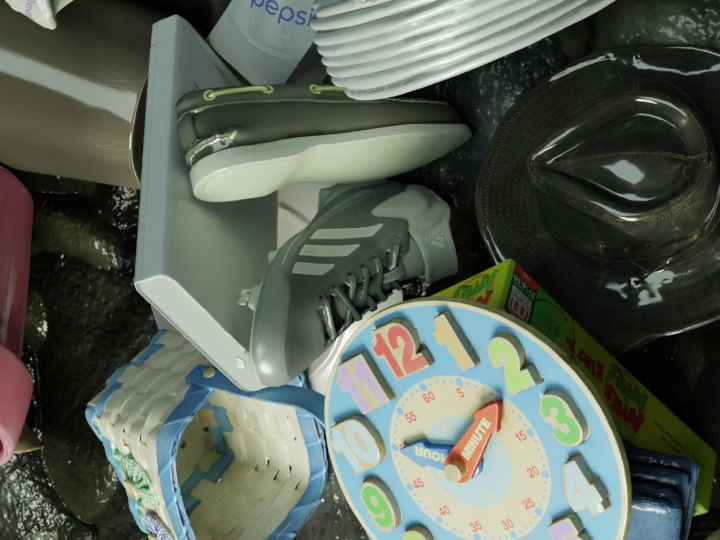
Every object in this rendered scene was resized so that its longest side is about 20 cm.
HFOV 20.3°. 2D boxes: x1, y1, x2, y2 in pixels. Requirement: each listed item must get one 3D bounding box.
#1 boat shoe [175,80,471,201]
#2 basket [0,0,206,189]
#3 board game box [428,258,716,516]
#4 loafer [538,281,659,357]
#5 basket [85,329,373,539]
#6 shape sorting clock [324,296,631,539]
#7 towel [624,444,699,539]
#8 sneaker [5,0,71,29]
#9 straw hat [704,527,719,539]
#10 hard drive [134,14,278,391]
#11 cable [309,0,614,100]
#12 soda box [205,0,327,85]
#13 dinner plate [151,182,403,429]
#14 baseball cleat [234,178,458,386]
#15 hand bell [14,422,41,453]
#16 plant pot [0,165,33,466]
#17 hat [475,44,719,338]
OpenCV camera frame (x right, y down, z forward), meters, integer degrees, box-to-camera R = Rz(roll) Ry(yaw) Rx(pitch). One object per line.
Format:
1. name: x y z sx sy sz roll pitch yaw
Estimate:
1. boat shoe: -0.020 -0.088 1.232 0.072 0.201 0.060 -43 63 51
2. basket: -0.213 -0.133 1.346 0.199 0.136 0.181 18 131 17
3. board game box: 0.113 0.086 1.215 0.101 0.048 0.200 -26 123 39
4. loafer: 0.129 0.032 1.246 0.200 0.068 0.076 -32 87 30
5. basket: -0.069 0.131 1.317 0.199 0.139 0.177 8 133 35
6. shape sorting clock: 0.062 0.109 1.149 0.199 0.039 0.201 15 117 32
7. towel: 0.140 0.176 1.231 0.111 0.049 0.200 11 140 9
8. sneaker: -0.150 -0.230 1.284 0.200 0.075 0.100 -39 72 -8
9. straw hat: 0.244 0.194 1.211 0.085 0.200 0.202 55 129 53
10. hard drive: -0.092 -0.042 1.246 0.027 0.132 0.201 -17 51 21
11. cable: 0.068 -0.161 1.156 0.199 0.200 0.069 -23 99 -15
12. soda box: -0.011 -0.203 1.261 0.063 0.068 0.200 43 118 11
13. dinner plate: -0.065 0.015 1.368 0.199 0.024 0.201 6 104 26
14. baseball cleat: 0.000 0.000 1.232 0.106 0.200 0.070 5 130 19
15. hand bell: -0.280 0.028 1.457 0.104 0.104 0.201 4 93 26
16. plant pot: -0.303 0.017 1.345 0.199 0.200 0.180 -1 61 27
17. hat: 0.152 -0.054 1.174 0.200 0.081 0.202 -5 77 22
